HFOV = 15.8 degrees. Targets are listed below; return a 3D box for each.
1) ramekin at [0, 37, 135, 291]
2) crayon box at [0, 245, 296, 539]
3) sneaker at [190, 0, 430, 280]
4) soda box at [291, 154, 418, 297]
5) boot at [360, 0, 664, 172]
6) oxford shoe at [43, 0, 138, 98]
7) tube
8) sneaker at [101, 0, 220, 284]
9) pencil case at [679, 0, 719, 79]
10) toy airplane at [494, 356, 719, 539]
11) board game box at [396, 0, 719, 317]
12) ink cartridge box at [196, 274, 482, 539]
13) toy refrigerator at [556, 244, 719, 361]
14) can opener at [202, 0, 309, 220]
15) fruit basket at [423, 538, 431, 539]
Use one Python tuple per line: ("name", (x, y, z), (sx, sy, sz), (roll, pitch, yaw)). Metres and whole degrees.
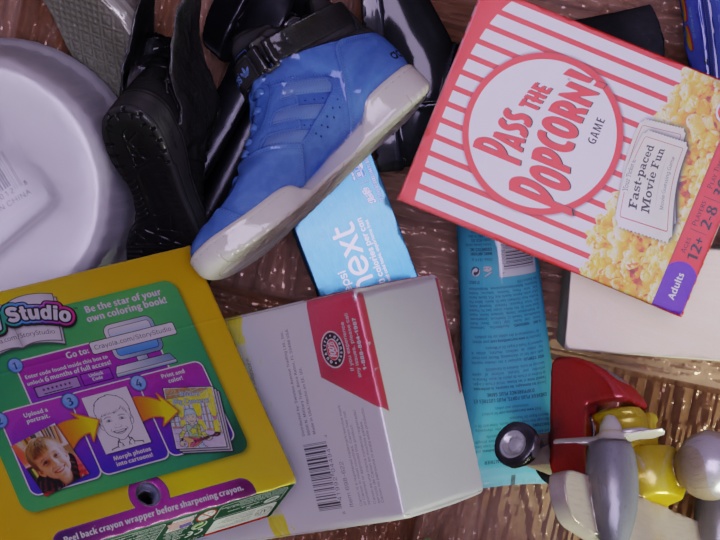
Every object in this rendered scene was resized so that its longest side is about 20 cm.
("ramekin", (-0.244, -0.052, 1.687), (0.200, 0.098, 0.201), (0, 94, 4))
("crayon box", (-0.164, 0.089, 1.580), (0.199, 0.058, 0.173), (-14, 67, -31))
("sneaker", (-0.060, -0.091, 1.647), (0.111, 0.077, 0.200), (45, 73, 5))
("soda box", (0.000, 0.000, 1.725), (0.068, 0.064, 0.201), (-21, 91, -2))
("boot", (0.102, -0.155, 1.728), (0.199, 0.066, 0.165), (-6, 98, 0))
("oxford shoe", (-0.176, -0.186, 1.720), (0.058, 0.075, 0.200), (-40, 98, -41))
("tube", (0.097, 0.048, 1.741), (0.077, 0.050, 0.201), (-5, 96, -1))
("sneaker", (-0.119, -0.080, 1.670), (0.060, 0.104, 0.200), (4, 130, 19))
("pencil case", (0.252, -0.144, 1.726), (0.078, 0.087, 0.201), (-5, 90, 31))
("toy airplane", (0.187, 0.159, 1.655), (0.141, 0.200, 0.199), (-32, 105, 19))
("board game box", (0.143, -0.077, 1.673), (0.199, 0.046, 0.152), (22, 92, 4))
("ink cartridge box", (-0.033, 0.091, 1.661), (0.200, 0.083, 0.146), (-12, 90, 42))
("toy refrigerator", (0.235, 0.020, 1.735), (0.199, 0.070, 0.076), (4, 94, -1))
("can opener", (-0.079, -0.112, 1.732), (0.063, 0.079, 0.201), (20, 93, -41))
("fruit basket", (0.105, 0.287, 1.691), (0.156, 0.216, 0.216), (-44, 92, -2))
